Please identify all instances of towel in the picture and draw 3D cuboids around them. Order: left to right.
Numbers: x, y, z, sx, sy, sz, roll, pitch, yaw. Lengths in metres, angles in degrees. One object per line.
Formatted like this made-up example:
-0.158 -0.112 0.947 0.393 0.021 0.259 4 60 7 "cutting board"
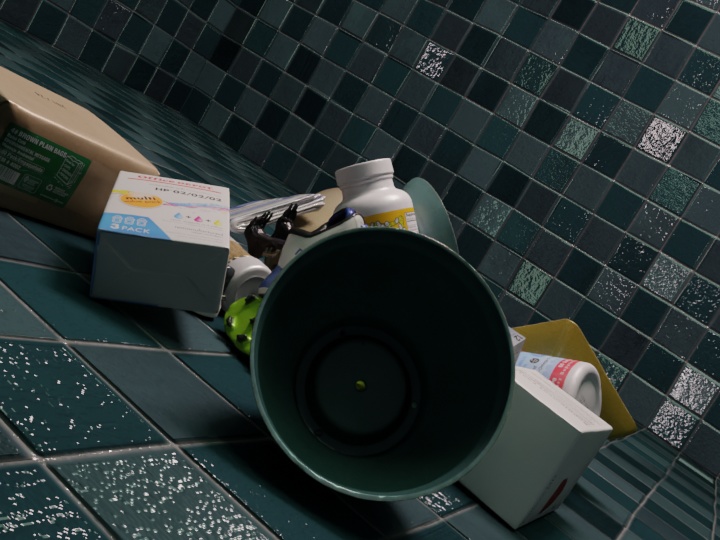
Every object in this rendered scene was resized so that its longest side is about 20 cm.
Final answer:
-0.153 -0.073 1.132 0.145 0.024 0.199 -20 12 -33 "towel"

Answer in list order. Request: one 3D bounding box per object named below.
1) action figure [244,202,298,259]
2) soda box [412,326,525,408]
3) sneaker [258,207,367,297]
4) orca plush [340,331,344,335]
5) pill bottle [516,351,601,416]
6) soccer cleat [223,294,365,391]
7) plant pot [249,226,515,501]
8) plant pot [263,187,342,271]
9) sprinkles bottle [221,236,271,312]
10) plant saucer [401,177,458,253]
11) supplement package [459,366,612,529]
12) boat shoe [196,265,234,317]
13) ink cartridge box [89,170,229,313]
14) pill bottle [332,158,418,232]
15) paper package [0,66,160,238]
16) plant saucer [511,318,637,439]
-0.046 0.002 0.964 0.200 0.103 0.118 44 30 25 "action figure"
0.094 0.114 0.900 0.063 0.069 0.199 34 37 29 "soda box"
-0.001 0.000 0.885 0.197 0.117 0.080 18 -9 -21 "sneaker"
-0.062 0.047 1.041 0.198 0.072 0.105 30 6 -19 "orca plush"
0.204 0.160 1.096 0.198 0.111 0.108 6 -11 38 "pill bottle"
-0.060 0.088 0.817 0.198 0.068 0.082 26 -28 36 "soccer cleat"
0.009 0.083 0.670 0.199 0.202 0.134 32 -20 2 "plant pot"
-0.054 -0.013 1.165 0.186 0.189 0.200 32 16 9 "plant pot"
-0.176 -0.017 0.991 0.068 0.069 0.199 25 9 -46 "sprinkles bottle"
0.077 -0.020 1.119 0.035 0.203 0.200 -12 22 -16 "plant saucer"
0.179 0.186 0.913 0.119 0.122 0.199 37 8 26 "supplement package"
-0.203 -0.022 0.925 0.199 0.061 0.075 36 8 34 "boat shoe"
-0.186 -0.039 0.806 0.113 0.069 0.201 8 22 -13 "ink cartridge box"
0.024 -0.031 1.043 0.102 0.204 0.104 -13 1 0 "pill bottle"
-0.347 -0.133 0.888 0.190 0.104 0.199 36 6 35 "paper package"
0.258 0.174 1.188 0.199 0.048 0.201 -16 -66 49 "plant saucer"
